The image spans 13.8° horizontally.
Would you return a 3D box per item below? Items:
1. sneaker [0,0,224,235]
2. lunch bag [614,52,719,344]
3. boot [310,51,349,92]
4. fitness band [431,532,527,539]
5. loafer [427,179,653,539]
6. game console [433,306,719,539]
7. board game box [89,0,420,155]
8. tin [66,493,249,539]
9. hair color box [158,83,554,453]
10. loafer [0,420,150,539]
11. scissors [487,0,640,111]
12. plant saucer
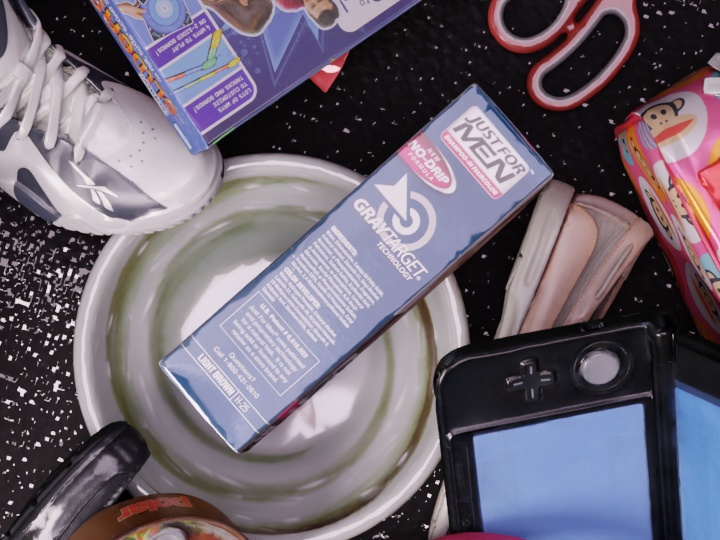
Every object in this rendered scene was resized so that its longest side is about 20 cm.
[{"bbox_3d":[-0.166,-0.092,1.449,0.199,0.130,0.080,29,74,19],"label":"sneaker"},{"bbox_3d":[0.197,-0.003,1.432,0.082,0.176,0.201,-28,89,1],"label":"lunch bag"},{"bbox_3d":[-0.082,-0.143,1.500,0.199,0.072,0.145,-21,90,-2],"label":"boot"},{"bbox_3d":[0.042,0.209,1.468,0.200,0.037,0.144,-32,104,30],"label":"fitness band"},{"bbox_3d":[0.090,0.057,1.487,0.063,0.072,0.201,18,91,2],"label":"loafer"},{"bbox_3d":[0.137,0.132,1.420,0.175,0.117,0.201,-10,121,-6],"label":"game console"},{"bbox_3d":[-0.036,-0.167,1.453,0.200,0.034,0.136,-35,96,-17],"label":"board game box"},{"bbox_3d":[-0.103,0.201,1.465,0.112,0.042,0.201,-11,120,-26],"label":"tin"},{"bbox_3d":[0.000,0.000,1.429,0.200,0.100,0.061,-42,89,2],"label":"hair color box"},{"bbox_3d":[-0.154,0.161,1.482,0.070,0.068,0.201,35,112,2],"label":"loafer"},{"bbox_3d":[0.149,-0.168,1.519,0.200,0.014,0.073,-44,86,0],"label":"scissors"},{"bbox_3d":[-0.044,0.042,1.505,0.199,0.050,0.201,0,89,2],"label":"plant saucer"}]
